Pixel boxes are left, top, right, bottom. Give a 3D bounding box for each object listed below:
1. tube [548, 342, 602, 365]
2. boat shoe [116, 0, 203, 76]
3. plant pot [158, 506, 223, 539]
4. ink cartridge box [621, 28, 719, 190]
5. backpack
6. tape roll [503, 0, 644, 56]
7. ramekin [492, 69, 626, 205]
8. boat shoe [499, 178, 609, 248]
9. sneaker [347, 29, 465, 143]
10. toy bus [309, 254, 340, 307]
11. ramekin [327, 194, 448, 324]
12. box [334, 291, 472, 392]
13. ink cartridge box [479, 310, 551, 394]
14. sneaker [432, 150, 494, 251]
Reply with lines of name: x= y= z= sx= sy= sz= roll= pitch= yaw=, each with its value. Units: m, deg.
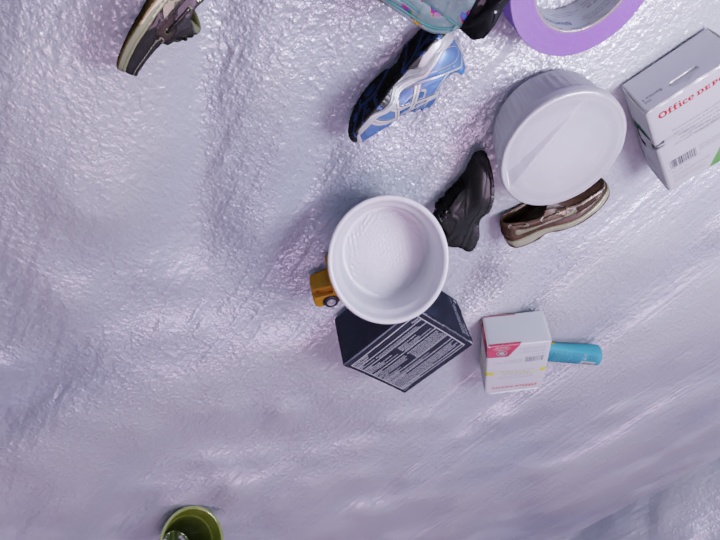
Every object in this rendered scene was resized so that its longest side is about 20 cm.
tube: x=0.503 y=0.206 z=1.403 sx=0.192 sy=0.051 sz=0.079 roll=5 pitch=133 yaw=-11
boat shoe: x=-0.213 y=-0.299 z=0.651 sx=0.065 sy=0.073 sz=0.201 roll=29 pitch=118 yaw=-32
plant pot: x=-0.540 y=0.843 z=1.708 sx=0.195 sy=0.206 sz=0.189 roll=17 pitch=142 yaw=-30
ink cartridge box: x=0.519 y=-0.248 z=0.892 sx=0.144 sy=0.086 sz=0.199 roll=-32 pitch=135 yaw=18
backpack: x=0.075 y=-0.343 z=0.607 sx=0.196 sy=0.168 sz=0.128 roll=30 pitch=124 yaw=-3
tape roll: x=0.269 y=-0.380 z=0.700 sx=0.193 sy=0.067 sz=0.204 roll=-8 pitch=138 yaw=-7
ramekin: x=0.294 y=-0.209 z=0.866 sx=0.195 sy=0.096 sz=0.206 roll=-8 pitch=138 yaw=-7
boat shoe: x=0.340 y=-0.113 z=0.999 sx=0.199 sy=0.076 sz=0.075 roll=-31 pitch=130 yaw=18
sneaker: x=0.061 y=-0.242 z=0.781 sx=0.198 sy=0.077 sz=0.076 roll=-38 pitch=128 yaw=26
toy bus: x=0.000 y=0.000 z=1.030 sx=0.193 sy=0.066 sz=0.079 roll=-16 pitch=138 yaw=2
ramekin: x=0.043 y=-0.024 z=0.933 sx=0.193 sy=0.098 sz=0.208 roll=0 pitch=101 yaw=-1
box: x=0.085 y=0.121 z=1.137 sx=0.199 sy=0.126 sz=0.196 roll=-39 pitch=133 yaw=23
ink cartridge box: x=0.353 y=0.193 z=1.307 sx=0.140 sy=0.085 sz=0.203 roll=-6 pitch=138 yaw=4
sneaker: x=0.171 y=-0.111 z=0.957 sx=0.087 sy=0.077 sz=0.204 roll=2 pitch=133 yaw=-6
